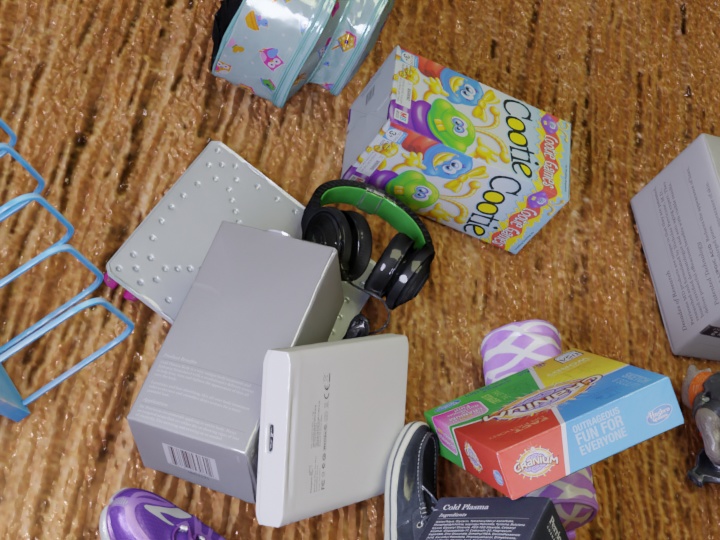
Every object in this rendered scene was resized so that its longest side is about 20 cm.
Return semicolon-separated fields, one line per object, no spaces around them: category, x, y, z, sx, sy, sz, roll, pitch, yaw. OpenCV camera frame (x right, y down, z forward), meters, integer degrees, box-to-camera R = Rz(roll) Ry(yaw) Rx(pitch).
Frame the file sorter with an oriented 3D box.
file sorter;-0.277;-0.011;1.232;0.122;0.139;0.200;-34;76;-3

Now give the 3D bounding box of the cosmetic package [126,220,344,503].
cosmetic package;-0.095;0.068;1.311;0.106;0.090;0.201;16;56;16

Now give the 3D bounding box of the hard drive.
hard drive;-0.019;0.122;1.311;0.200;0.026;0.133;-3;98;-63

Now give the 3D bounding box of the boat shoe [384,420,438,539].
boat shoe;0.053;0.217;1.348;0.075;0.062;0.201;61;28;-51

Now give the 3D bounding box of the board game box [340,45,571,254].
board game box;0.095;-0.115;1.606;0.199;0.105;0.103;21;49;-18

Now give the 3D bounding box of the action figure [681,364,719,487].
action figure;0.400;0.121;1.587;0.200;0.193;0.105;-48;130;-33

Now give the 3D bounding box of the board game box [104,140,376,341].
board game box;-0.100;0.005;1.445;0.200;0.026;0.200;38;46;-4

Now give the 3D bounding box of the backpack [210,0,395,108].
backpack;-0.053;-0.252;1.562;0.153;0.176;0.200;34;50;-1

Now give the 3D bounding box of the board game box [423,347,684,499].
board game box;0.152;0.120;1.338;0.152;0.200;0.041;-22;99;-12

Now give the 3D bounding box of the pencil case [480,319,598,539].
pencil case;0.161;0.144;1.479;0.086;0.084;0.201;48;30;-54

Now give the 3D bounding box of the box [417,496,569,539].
box;0.102;0.304;1.241;0.182;0.104;0.201;-56;131;-45

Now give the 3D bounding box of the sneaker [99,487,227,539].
sneaker;-0.104;0.225;1.241;0.200;0.083;0.081;36;45;-4

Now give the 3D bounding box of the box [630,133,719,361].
box;0.416;-0.015;1.724;0.198;0.131;0.201;9;55;-28

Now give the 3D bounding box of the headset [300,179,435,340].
headset;0.000;0.000;1.464;0.123;0.094;0.200;22;34;-13
